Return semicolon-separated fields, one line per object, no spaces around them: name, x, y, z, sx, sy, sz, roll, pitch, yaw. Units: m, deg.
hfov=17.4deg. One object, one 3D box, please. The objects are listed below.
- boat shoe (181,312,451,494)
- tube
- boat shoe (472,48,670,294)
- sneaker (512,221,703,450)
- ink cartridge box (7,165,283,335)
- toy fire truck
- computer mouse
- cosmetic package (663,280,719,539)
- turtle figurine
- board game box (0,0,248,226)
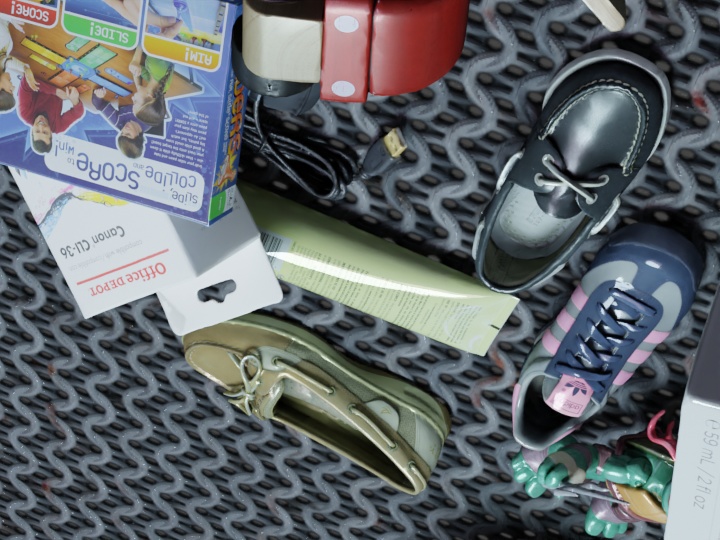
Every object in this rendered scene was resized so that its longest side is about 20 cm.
boat shoe;-0.037;0.091;1.643;0.200;0.063;0.073;26;145;-2
tube;0.000;0.000;1.521;0.200;0.052;0.058;22;-173;-2
boat shoe;0.121;-0.052;1.362;0.076;0.060;0.200;24;145;1
sneaker;0.150;0.048;1.456;0.070;0.082;0.200;27;145;0
ink cartridge box;-0.143;-0.047;1.455;0.116;0.067;0.200;-19;101;45
toy fire truck;0.041;-0.158;1.188;0.200;0.176;0.129;6;143;1
computer mouse;-0.031;-0.107;1.393;0.140;0.046;0.200;30;145;-5
cosmetic package;0.293;0.079;1.338;0.200;0.165;0.165;15;145;14
turtle figurine;0.179;0.152;1.527;0.150;0.101;0.200;52;169;-14
board game box;-0.161;-0.117;1.364;0.200;0.034;0.136;17;113;18
